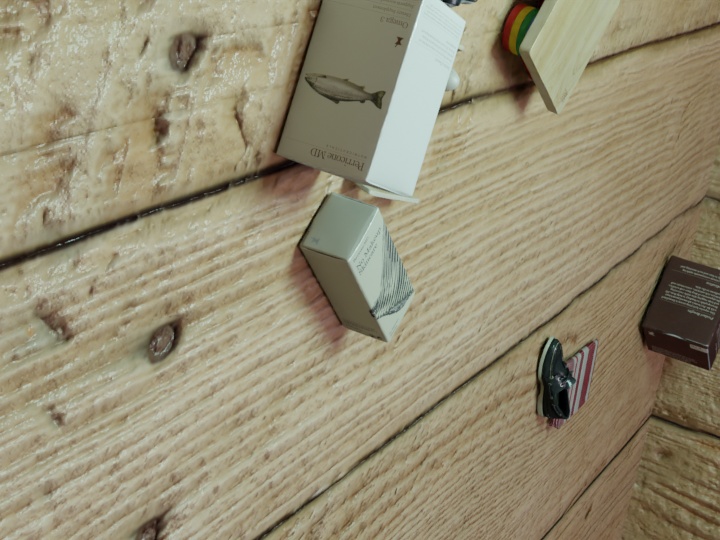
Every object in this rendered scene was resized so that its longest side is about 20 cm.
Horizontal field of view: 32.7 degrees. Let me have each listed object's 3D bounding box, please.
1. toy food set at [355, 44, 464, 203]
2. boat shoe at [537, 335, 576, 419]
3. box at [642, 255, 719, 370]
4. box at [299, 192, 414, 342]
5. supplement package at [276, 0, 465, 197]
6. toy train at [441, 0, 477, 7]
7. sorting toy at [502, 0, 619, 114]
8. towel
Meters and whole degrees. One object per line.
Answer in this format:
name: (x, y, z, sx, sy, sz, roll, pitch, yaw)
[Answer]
toy food set: (0.062, -0.182, 1.458, 0.143, 0.060, 0.201, 1, 106, -64)
boat shoe: (0.379, 0.211, 2.340, 0.074, 0.066, 0.200, -43, 143, -44)
box: (0.800, 0.102, 2.967, 0.201, 0.165, 0.164, -63, 154, -15)
box: (0.000, 0.000, 1.448, 0.082, 0.068, 0.200, -61, 153, -20)
supplement package: (0.013, -0.193, 1.289, 0.117, 0.116, 0.201, 12, 96, -64)
toy train: (0.132, -0.405, 1.430, 0.114, 0.085, 0.201, -23, 128, -69)
sorting toy: (0.280, -0.359, 1.746, 0.201, 0.069, 0.199, -61, 153, -7)
towel: (0.442, 0.231, 2.534, 0.200, 0.023, 0.145, -23, 125, -59)
